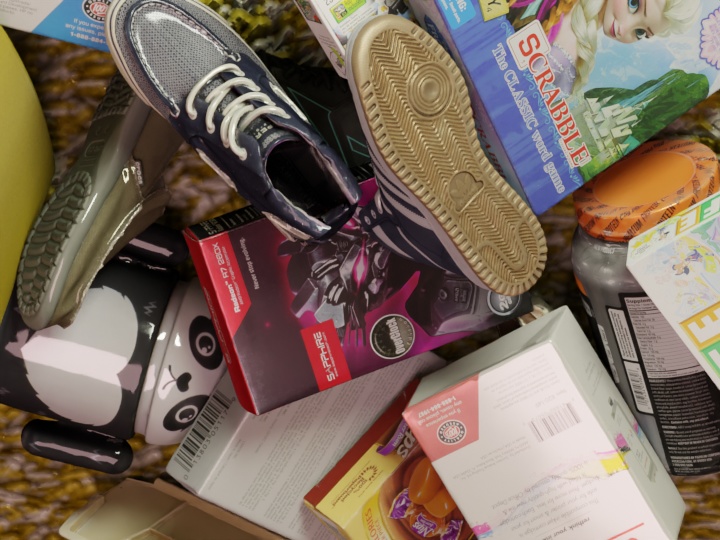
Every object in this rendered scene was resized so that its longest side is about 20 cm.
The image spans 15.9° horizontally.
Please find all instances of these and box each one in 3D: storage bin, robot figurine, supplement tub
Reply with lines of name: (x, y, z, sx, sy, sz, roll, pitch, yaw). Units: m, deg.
storage bin: (-0.116, 0.274, 1.853, 0.198, 0.094, 0.200, 20, 130, 37)
robot figurine: (-0.180, 0.047, 1.752, 0.200, 0.125, 0.150, 16, 144, 0)
supplement tub: (0.209, 0.023, 1.677, 0.122, 0.123, 0.200, -11, 118, 15)

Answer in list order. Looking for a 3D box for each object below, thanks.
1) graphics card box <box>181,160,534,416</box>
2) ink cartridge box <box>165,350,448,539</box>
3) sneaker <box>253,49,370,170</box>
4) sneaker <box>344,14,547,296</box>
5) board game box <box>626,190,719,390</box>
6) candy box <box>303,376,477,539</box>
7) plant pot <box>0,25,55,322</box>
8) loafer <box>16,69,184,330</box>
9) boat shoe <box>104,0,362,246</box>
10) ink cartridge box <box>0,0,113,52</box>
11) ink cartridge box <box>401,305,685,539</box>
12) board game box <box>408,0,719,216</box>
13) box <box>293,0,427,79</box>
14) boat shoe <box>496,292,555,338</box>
graphics card box: (0.000, 0.000, 1.655, 0.200, 0.051, 0.126, -20, 105, -10)
ink cartridge box: (-0.014, 0.111, 1.758, 0.200, 0.057, 0.163, 30, 92, -44)
sneaker: (-0.042, -0.111, 1.676, 0.200, 0.075, 0.079, 39, 109, -24)
sneaker: (0.028, -0.072, 1.553, 0.070, 0.108, 0.200, -42, 119, -17)
board game box: (0.274, 0.032, 1.578, 0.134, 0.034, 0.200, -30, 111, 25)
candy box: (0.061, 0.181, 1.776, 0.117, 0.056, 0.200, -46, 127, -10)
plant pot: (-0.310, -0.072, 1.628, 0.200, 0.200, 0.177, 14, 144, 0)
loafer: (-0.157, -0.045, 1.680, 0.070, 0.075, 0.200, 31, 82, -26)
boat shoe: (-0.073, -0.098, 1.557, 0.200, 0.093, 0.075, 44, 84, -8)
ink cartridge box: (-0.178, -0.248, 1.597, 0.146, 0.086, 0.200, 14, 121, 0)
ink cartridge box: (0.130, 0.140, 1.667, 0.116, 0.068, 0.200, -27, 100, 21)
board game box: (0.135, -0.169, 1.555, 0.199, 0.041, 0.200, -35, 116, -15)
box: (0.043, -0.215, 1.546, 0.200, 0.035, 0.110, -38, 114, -12)
boat shoe: (0.129, 0.114, 1.726, 0.074, 0.076, 0.200, -27, 104, -17)
